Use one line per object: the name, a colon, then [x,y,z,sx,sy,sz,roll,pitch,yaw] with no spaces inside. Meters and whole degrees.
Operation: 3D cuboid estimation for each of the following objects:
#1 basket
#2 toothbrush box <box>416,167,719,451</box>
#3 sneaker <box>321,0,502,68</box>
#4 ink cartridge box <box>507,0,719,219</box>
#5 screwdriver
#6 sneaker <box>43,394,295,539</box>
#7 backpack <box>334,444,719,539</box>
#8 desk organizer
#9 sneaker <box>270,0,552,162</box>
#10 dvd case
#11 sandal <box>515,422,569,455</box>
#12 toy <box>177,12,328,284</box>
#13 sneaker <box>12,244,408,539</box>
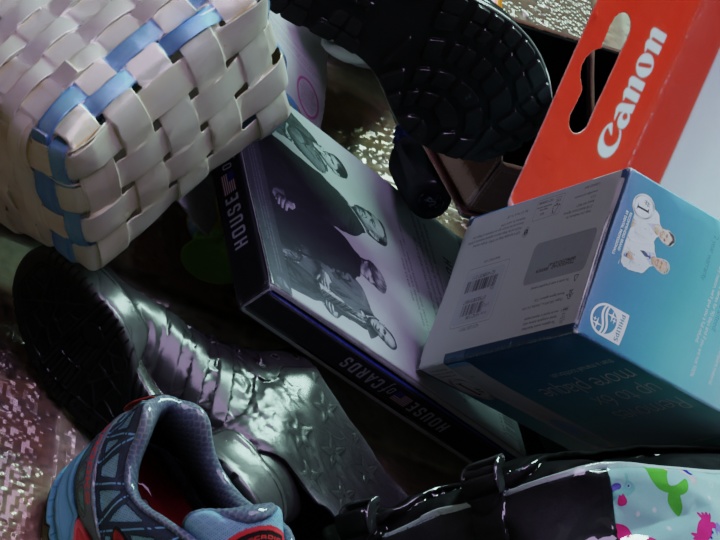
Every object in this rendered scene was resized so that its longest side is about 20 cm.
basket: [-0.144,-0.104,1.246,0.176,0.139,0.200,-39,62,-20]
toothbrush box: [0.151,0.044,1.302,0.199,0.146,0.086,28,70,-22]
sneaker: [0.013,-0.141,1.491,0.091,0.076,0.200,1,6,-12]
ink cartridge box: [0.177,-0.064,1.375,0.050,0.163,0.199,22,-3,45]
screwdriver: [0.017,-0.078,1.481,0.029,0.028,0.200,10,24,-19]
sneaker: [-0.063,0.137,1.149,0.079,0.096,0.201,-5,54,-43]
backpack: [0.103,0.148,1.217,0.199,0.177,0.152,-7,77,-50]
desk organizer: [0.131,-0.061,1.440,0.199,0.077,0.072,12,37,-38]
sneaker: [0.018,-0.134,1.313,0.200,0.076,0.088,40,25,-36]
dvd case: [0.000,0.000,1.358,0.200,0.025,0.151,37,29,-42]
sandal: [0.161,0.121,1.405,0.200,0.043,0.076,42,36,6]
toy: [-0.068,-0.076,1.407,0.115,0.047,0.201,49,31,-39]
sneaker: [-0.064,0.060,1.270,0.200,0.060,0.104,50,36,10]
